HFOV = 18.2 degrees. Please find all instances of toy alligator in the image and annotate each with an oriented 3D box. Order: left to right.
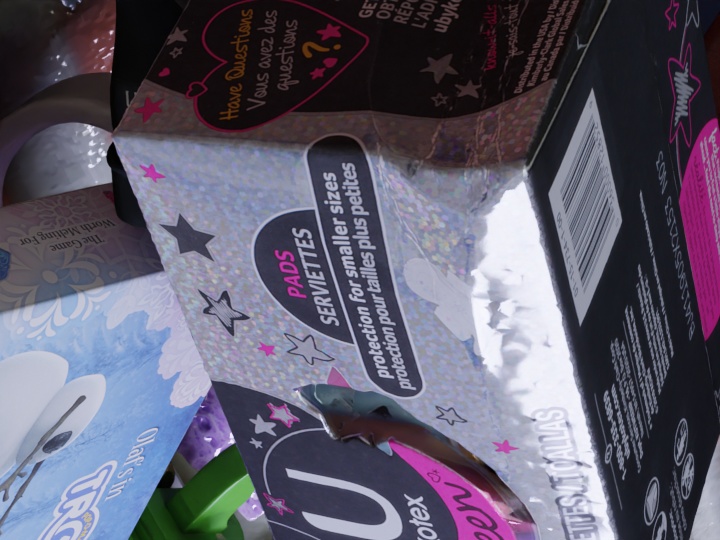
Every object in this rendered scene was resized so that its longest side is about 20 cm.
[{"bbox_3d":[-0.108,0.128,0.842,0.200,0.059,0.054,-37,154,4],"label":"toy alligator"}]

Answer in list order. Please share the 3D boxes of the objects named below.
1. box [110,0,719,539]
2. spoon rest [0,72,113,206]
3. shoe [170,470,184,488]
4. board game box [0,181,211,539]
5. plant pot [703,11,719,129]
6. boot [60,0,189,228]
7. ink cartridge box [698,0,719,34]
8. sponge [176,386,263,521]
[{"bbox_3d":[0.028,-0.004,0.622,0.200,0.114,0.132,71,34,-43],"label":"box"},{"bbox_3d":[-0.123,0.012,0.772,0.200,0.061,0.099,-58,177,27],"label":"spoon rest"},{"bbox_3d":[-0.097,0.139,0.936,0.091,0.072,0.200,-29,138,-6],"label":"shoe"},{"bbox_3d":[-0.137,0.066,0.689,0.199,0.043,0.200,-18,146,-46],"label":"board game box"},{"bbox_3d":[0.203,-0.003,0.770,0.176,0.200,0.200,-41,140,-1],"label":"plant pot"},{"bbox_3d":[-0.029,-0.117,0.680,0.198,0.073,0.163,-46,138,-59],"label":"boot"},{"bbox_3d":[0.154,-0.082,0.882,0.200,0.076,0.136,-50,142,16],"label":"ink cartridge box"},{"bbox_3d":[0.000,0.000,0.824,0.200,0.030,0.112,-35,116,17],"label":"sponge"}]
